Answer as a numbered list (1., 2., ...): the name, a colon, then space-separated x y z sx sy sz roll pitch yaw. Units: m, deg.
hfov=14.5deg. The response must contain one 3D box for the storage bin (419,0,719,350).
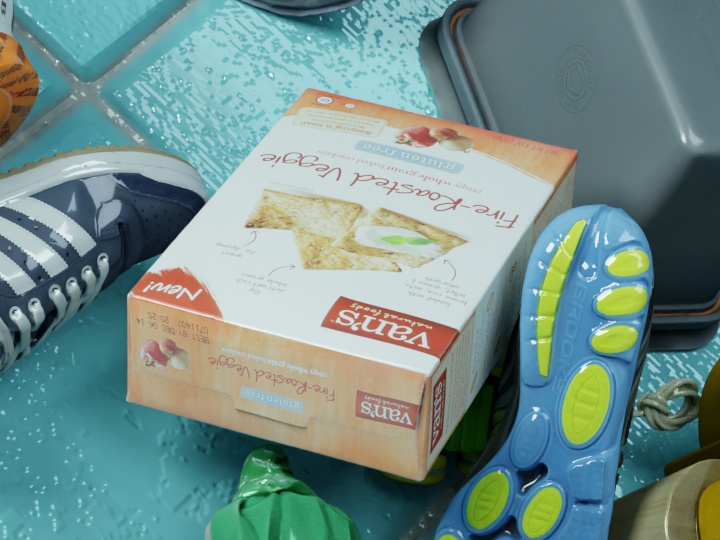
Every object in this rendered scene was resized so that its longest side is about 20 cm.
1. storage bin: 0.139 -0.081 1.360 0.145 0.134 0.201 0 57 -31

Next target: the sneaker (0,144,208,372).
1. sneaker: -0.140 0.016 1.155 0.199 0.070 0.109 -10 57 -29

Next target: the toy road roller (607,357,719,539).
1. toy road roller: 0.181 0.089 1.242 0.199 0.123 0.147 2 70 -34

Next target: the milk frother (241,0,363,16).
1. milk frother: -0.069 -0.249 1.383 0.199 0.181 0.189 -5 45 18

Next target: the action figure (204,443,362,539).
1. action figure: -0.026 0.160 1.127 0.117 0.055 0.201 8 56 -24

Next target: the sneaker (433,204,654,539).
1. sneaker: 0.084 0.071 1.191 0.070 0.201 0.083 17 6 14

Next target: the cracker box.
1. cracker box: 0.000 0.000 1.208 0.133 0.058 0.200 14 34 16

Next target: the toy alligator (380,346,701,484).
1. toy alligator: 0.060 0.057 1.264 0.199 0.060 0.054 -1 16 -33

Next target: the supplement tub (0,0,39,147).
1. supplement tub: -0.227 -0.130 1.180 0.122 0.123 0.200 -24 71 -41
